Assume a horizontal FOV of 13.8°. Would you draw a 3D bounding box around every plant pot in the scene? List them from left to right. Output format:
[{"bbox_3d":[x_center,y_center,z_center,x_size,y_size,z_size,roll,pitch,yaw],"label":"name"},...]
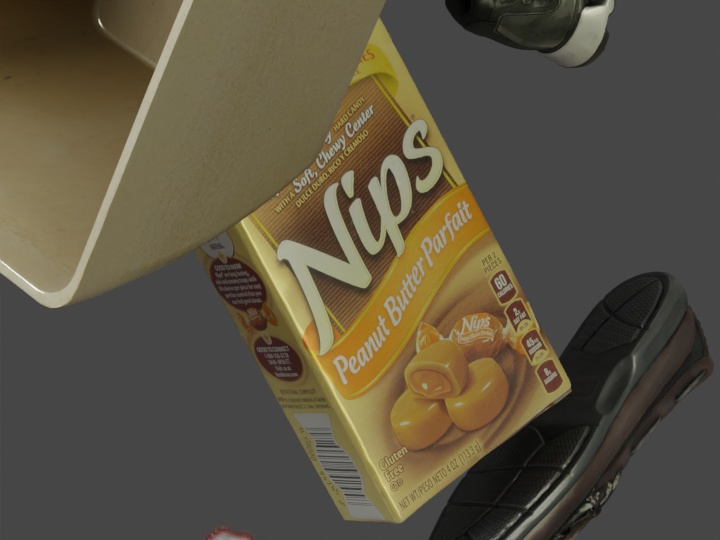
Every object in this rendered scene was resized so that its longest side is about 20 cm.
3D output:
[{"bbox_3d":[-0.090,-0.124,1.143,0.177,0.200,0.201,-5,125,-55],"label":"plant pot"}]

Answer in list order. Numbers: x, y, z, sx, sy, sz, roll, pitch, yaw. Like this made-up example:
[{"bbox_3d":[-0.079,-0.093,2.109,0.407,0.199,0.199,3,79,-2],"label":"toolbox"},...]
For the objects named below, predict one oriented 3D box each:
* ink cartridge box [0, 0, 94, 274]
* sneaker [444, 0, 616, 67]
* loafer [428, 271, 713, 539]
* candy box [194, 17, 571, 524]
[{"bbox_3d":[-0.185,-0.101,1.240,0.200,0.039,0.100,49,65,-22],"label":"ink cartridge box"},{"bbox_3d":[0.074,-0.198,1.390,0.090,0.066,0.201,1,89,-34],"label":"sneaker"},{"bbox_3d":[0.106,0.090,1.398,0.063,0.072,0.200,51,61,-24],"label":"loafer"},{"bbox_3d":[0.000,0.000,1.341,0.115,0.055,0.201,-36,107,-28],"label":"candy box"}]
